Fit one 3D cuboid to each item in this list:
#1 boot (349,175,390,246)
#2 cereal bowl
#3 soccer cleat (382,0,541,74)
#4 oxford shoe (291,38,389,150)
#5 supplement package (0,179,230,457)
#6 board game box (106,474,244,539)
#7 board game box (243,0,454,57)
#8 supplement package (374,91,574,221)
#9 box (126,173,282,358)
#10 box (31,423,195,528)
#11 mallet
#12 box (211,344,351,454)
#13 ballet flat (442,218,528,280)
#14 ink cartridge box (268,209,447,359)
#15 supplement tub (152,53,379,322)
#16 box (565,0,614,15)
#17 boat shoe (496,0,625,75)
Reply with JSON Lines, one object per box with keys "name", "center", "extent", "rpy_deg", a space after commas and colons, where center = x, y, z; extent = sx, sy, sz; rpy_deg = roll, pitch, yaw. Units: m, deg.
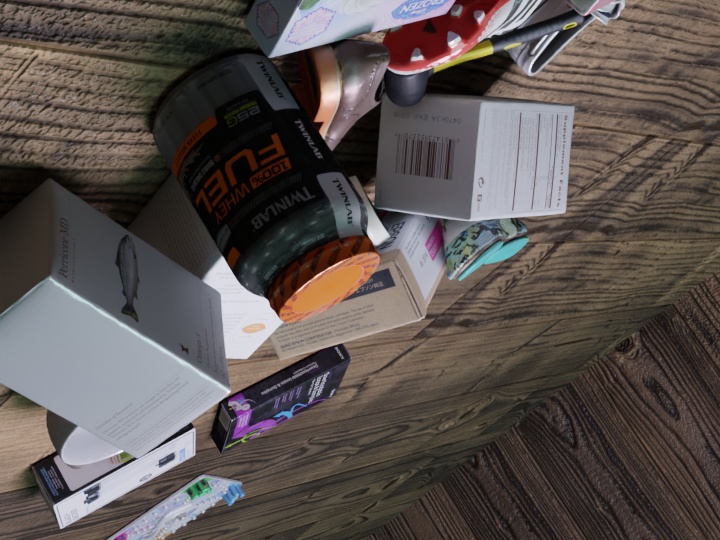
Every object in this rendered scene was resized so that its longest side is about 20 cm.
{"name": "boot", "center": [-0.055, -0.033, 1.471], "extent": [0.144, 0.073, 0.200], "rpy_deg": [-28, -170, -8]}
{"name": "cereal bowl", "center": [-0.255, 0.122, 1.608], "extent": [0.199, 0.084, 0.200], "rpy_deg": [-30, 163, -10]}
{"name": "soccer cleat", "center": [0.107, -0.232, 1.318], "extent": [0.200, 0.069, 0.085], "rpy_deg": [-37, 159, -1]}
{"name": "oxford shoe", "center": [-0.017, -0.142, 1.284], "extent": [0.072, 0.072, 0.200], "rpy_deg": [-13, 170, -12]}
{"name": "supplement package", "center": [-0.218, 0.043, 1.220], "extent": [0.117, 0.117, 0.200], "rpy_deg": [-35, 131, 23]}
{"name": "board game box", "center": [-0.297, 0.400, 2.396], "extent": [0.199, 0.026, 0.200], "rpy_deg": [-34, 163, 5]}
{"name": "board game box", "center": [0.031, -0.259, 1.143], "extent": [0.199, 0.041, 0.200], "rpy_deg": [-21, 159, -36]}
{"name": "supplement package", "center": [0.117, -0.116, 1.494], "extent": [0.116, 0.118, 0.200], "rpy_deg": [9, -172, 33]}
{"name": "box", "center": [-0.128, -0.013, 1.388], "extent": [0.152, 0.107, 0.200], "rpy_deg": [2, 143, -46]}
{"name": "box", "center": [-0.309, 0.240, 1.875], "extent": [0.199, 0.060, 0.117], "rpy_deg": [-27, 162, -18]}
{"name": "mallet", "center": [0.114, -0.203, 1.394], "extent": [0.199, 0.041, 0.066], "rpy_deg": [-17, 160, -13]}
{"name": "box", "center": [-0.113, 0.182, 2.112], "extent": [0.199, 0.036, 0.143], "rpy_deg": [-28, 162, -22]}
{"name": "ballet flat", "center": [0.119, -0.035, 1.559], "extent": [0.074, 0.074, 0.200], "rpy_deg": [-39, 173, 18]}
{"name": "ink cartridge box", "center": [0.000, 0.000, 1.536], "extent": [0.164, 0.075, 0.200], "rpy_deg": [-18, -163, 22]}
{"name": "supplement tub", "center": [-0.075, -0.066, 1.213], "extent": [0.122, 0.201, 0.123], "rpy_deg": [-30, 163, -10]}
{"name": "box", "center": [0.210, -0.296, 1.165], "extent": [0.128, 0.109, 0.200], "rpy_deg": [-49, 171, 34]}
{"name": "boat shoe", "center": [0.225, -0.266, 1.431], "extent": [0.200, 0.066, 0.073], "rpy_deg": [-40, 161, 22]}
